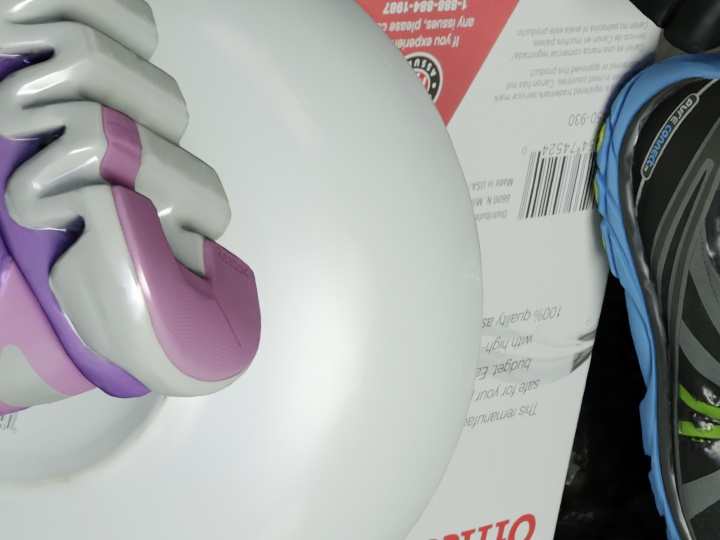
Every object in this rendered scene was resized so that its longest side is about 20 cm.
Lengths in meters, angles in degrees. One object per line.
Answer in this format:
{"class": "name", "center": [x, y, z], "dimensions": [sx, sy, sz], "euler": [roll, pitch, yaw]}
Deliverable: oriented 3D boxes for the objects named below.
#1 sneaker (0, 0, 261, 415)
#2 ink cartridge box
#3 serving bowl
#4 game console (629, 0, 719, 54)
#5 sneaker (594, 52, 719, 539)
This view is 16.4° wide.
{"class": "sneaker", "center": [-0.091, -0.053, 0.558], "dimensions": [0.088, 0.201, 0.080], "euler": [-24, 156, 18]}
{"class": "ink cartridge box", "center": [0.000, 0.000, 0.736], "dimensions": [0.146, 0.083, 0.201], "euler": [-8, 116, -46]}
{"class": "serving bowl", "center": [-0.073, 0.009, 0.620], "dimensions": [0.199, 0.066, 0.201], "euler": [1, 94, 15]}
{"class": "game console", "center": [0.145, -0.154, 0.656], "dimensions": [0.116, 0.176, 0.200], "euler": [-14, 145, -54]}
{"class": "sneaker", "center": [0.127, 0.033, 0.728], "dimensions": [0.071, 0.083, 0.201], "euler": [-28, 109, -31]}
